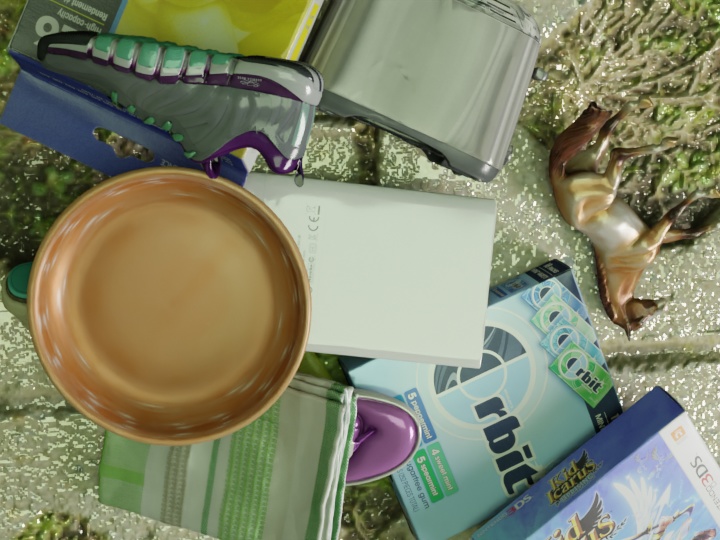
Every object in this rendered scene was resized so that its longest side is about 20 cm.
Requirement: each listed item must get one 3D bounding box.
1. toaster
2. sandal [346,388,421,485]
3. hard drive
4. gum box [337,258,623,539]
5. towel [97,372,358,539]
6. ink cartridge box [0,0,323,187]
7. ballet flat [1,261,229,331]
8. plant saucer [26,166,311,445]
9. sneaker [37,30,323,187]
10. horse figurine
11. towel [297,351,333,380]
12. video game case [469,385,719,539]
[{"bbox_3d":[0.038,-0.158,1.055,0.199,0.114,0.130,23,93,-8],"label":"toaster"},{"bbox_3d":[-0.053,0.138,1.105,0.202,0.050,0.083,0,111,3],"label":"sandal"},{"bbox_3d":[0.000,0.000,1.098,0.199,0.025,0.132,6,88,-6],"label":"hard drive"},{"bbox_3d":[0.106,0.109,1.161,0.199,0.045,0.170,-24,106,-7],"label":"gum box"},{"bbox_3d":[-0.107,0.138,1.080,0.199,0.031,0.150,12,104,15],"label":"towel"},{"bbox_3d":[-0.147,-0.159,1.013,0.197,0.047,0.201,25,95,9],"label":"ink cartridge box"},{"bbox_3d":[-0.166,0.017,1.063,0.199,0.069,0.070,-4,103,0],"label":"ballet flat"},{"bbox_3d":[-0.134,0.024,1.008,0.199,0.037,0.201,0,101,-2],"label":"plant saucer"},{"bbox_3d":[-0.127,-0.109,0.955,0.199,0.074,0.088,10,100,10],"label":"sneaker"},{"bbox_3d":[0.212,-0.053,1.139,0.132,0.050,0.200,-36,116,15],"label":"horse figurine"},{"bbox_3d":[-0.101,0.043,1.118,0.086,0.018,0.200,-33,107,-2],"label":"towel"},{"bbox_3d":[0.216,0.221,1.182,0.200,0.045,0.181,-39,124,-2],"label":"video game case"}]
